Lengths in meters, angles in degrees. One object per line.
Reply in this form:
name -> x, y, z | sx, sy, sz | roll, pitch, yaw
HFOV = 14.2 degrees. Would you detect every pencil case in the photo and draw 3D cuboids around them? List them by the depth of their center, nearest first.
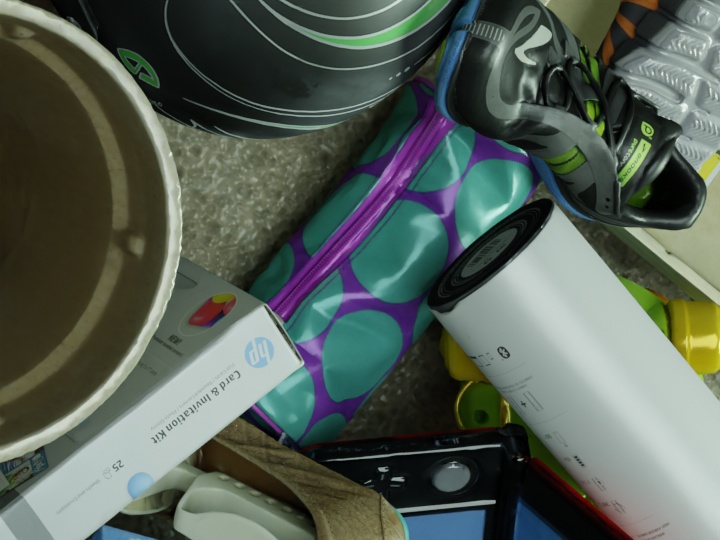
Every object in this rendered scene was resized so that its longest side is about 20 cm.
pencil case -> 0.000, 0.000, 1.428 | 0.200, 0.085, 0.092 | -51, 152, -8

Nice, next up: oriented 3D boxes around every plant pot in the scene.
plant pot -> -0.203, -0.031, 1.275 | 0.200, 0.183, 0.202 | -5, 103, -23

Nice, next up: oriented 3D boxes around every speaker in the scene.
speaker -> 0.123, 0.066, 1.389 | 0.081, 0.081, 0.200 | -43, 101, -10

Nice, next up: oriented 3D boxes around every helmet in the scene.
helmet -> -0.039, -0.155, 1.274 | 0.190, 0.200, 0.201 | 34, 86, -40

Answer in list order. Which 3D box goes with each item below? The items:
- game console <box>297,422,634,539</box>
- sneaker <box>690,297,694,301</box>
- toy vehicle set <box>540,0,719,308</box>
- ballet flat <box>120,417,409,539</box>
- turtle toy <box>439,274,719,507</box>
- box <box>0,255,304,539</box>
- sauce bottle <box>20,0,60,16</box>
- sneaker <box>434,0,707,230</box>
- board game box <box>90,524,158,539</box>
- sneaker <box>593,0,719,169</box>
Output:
game console -> 0.052, 0.185, 1.415 | 0.171, 0.119, 0.201 | -5, 134, -9
sneaker -> 0.199, -0.001, 1.533 | 0.090, 0.066, 0.201 | -21, 105, -16
toy vehicle set -> 0.163, -0.073, 1.475 | 0.200, 0.027, 0.124 | 39, 82, -2
ballet flat -> -0.071, 0.103, 1.355 | 0.072, 0.200, 0.068 | -17, 127, -50
turtle toy -> 0.112, 0.086, 1.488 | 0.145, 0.101, 0.201 | -1, 105, -1
box -> -0.141, 0.072, 1.342 | 0.200, 0.156, 0.041 | -40, 115, -13
sauce bottle -> -0.171, -0.136, 1.310 | 0.200, 0.066, 0.066 | 33, 86, -49
sneaker -> 0.099, -0.072, 1.306 | 0.199, 0.082, 0.071 | 37, 76, -51
board game box -> -0.103, 0.211, 1.395 | 0.151, 0.037, 0.200 | 18, 129, -26
sneaker -> 0.152, -0.127, 1.430 | 0.077, 0.112, 0.200 | 27, 112, -29
